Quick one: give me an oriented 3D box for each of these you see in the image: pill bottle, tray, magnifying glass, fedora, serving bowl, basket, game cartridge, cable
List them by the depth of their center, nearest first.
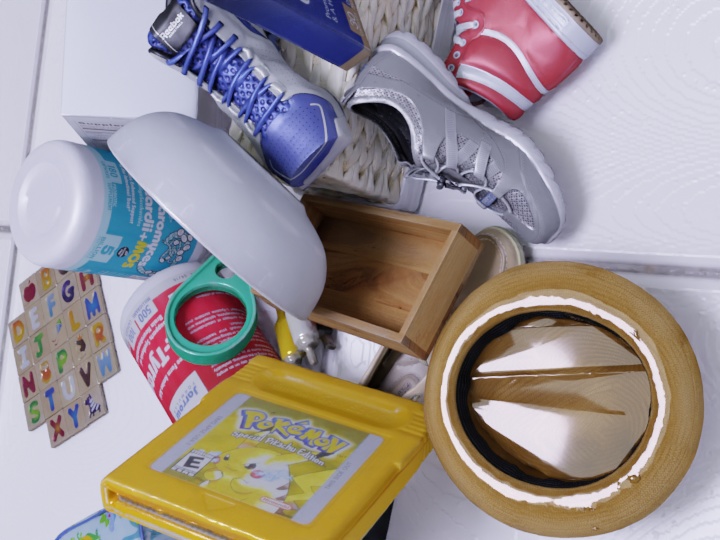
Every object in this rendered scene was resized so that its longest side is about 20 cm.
[{"bbox_3d":[0.145,0.091,0.765,0.198,0.082,0.204,-4,82,26],"label":"fedora"},{"bbox_3d":[-0.056,0.132,0.774,0.174,0.200,0.033,13,120,25],"label":"game cartridge"},{"bbox_3d":[-0.094,-0.053,0.814,0.066,0.200,0.200,-47,57,2],"label":"serving bowl"},{"bbox_3d":[0.000,0.000,0.864,0.199,0.037,0.099,15,73,51],"label":"tray"},{"bbox_3d":[-0.017,-0.161,0.905,0.134,0.123,0.203,11,91,38],"label":"basket"},{"bbox_3d":[-0.116,-0.005,0.957,0.078,0.023,0.202,9,52,7],"label":"magnifying glass"},{"bbox_3d":[-0.126,0.097,0.963,0.113,0.112,0.200,-52,56,20],"label":"pill bottle"},{"bbox_3d":[-0.066,-0.002,0.968,0.097,0.050,0.201,-48,58,24],"label":"cable"},{"bbox_3d":[-0.212,-0.049,0.996,0.110,0.199,0.112,-5,81,37],"label":"pill bottle"}]

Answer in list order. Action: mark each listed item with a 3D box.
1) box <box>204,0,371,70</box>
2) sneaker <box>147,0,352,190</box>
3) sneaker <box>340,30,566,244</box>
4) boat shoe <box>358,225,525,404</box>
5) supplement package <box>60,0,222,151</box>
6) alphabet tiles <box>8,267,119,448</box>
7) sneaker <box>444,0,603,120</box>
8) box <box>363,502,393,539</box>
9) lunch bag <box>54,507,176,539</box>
[{"bbox_3d":[-0.073,-0.224,0.753,0.032,0.199,0.123,-29,67,29],"label":"box"},{"bbox_3d":[-0.100,-0.151,0.817,0.081,0.115,0.200,-46,60,24],"label":"sneaker"},{"bbox_3d":[0.068,-0.084,0.818,0.200,0.075,0.082,43,67,6],"label":"sneaker"},{"bbox_3d":[0.057,0.052,0.853,0.072,0.065,0.201,46,112,33],"label":"boat shoe"},{"bbox_3d":[-0.191,-0.168,0.981,0.116,0.200,0.119,2,82,-2],"label":"supplement package"},{"bbox_3d":[-0.332,0.084,1.196,0.166,0.006,0.202,-32,65,32],"label":"alphabet tiles"},{"bbox_3d":[0.090,-0.208,0.860,0.113,0.071,0.201,-46,61,20],"label":"sneaker"},{"bbox_3d":[-0.046,0.272,0.819,0.047,0.200,0.196,15,91,23],"label":"box"},{"bbox_3d":[-0.216,0.325,1.022,0.160,0.082,0.202,-32,65,30],"label":"lunch bag"}]
